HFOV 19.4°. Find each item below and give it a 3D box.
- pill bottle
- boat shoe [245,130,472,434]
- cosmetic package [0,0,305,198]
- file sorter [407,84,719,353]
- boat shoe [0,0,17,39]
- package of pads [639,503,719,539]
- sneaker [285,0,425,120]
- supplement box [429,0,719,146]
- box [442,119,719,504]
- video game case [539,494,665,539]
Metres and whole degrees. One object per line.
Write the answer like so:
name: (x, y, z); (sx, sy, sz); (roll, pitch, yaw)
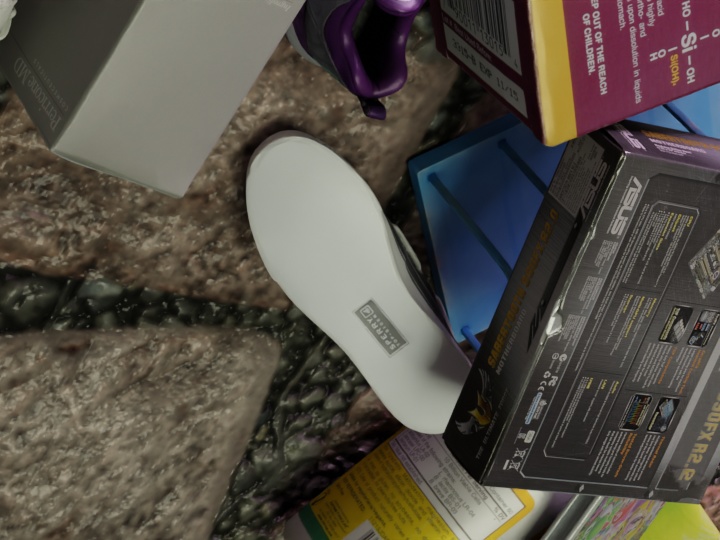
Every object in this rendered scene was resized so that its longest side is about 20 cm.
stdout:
pill bottle: (0.061, 0.138, 1.285); (0.200, 0.113, 0.113); (-39, 135, 1)
boat shoe: (0.000, 0.000, 1.174); (0.072, 0.068, 0.200); (-35, 113, 8)
cosmetic package: (-0.082, -0.148, 0.980); (0.090, 0.107, 0.201); (22, 109, -41)
file sorter: (0.151, -0.021, 1.209); (0.199, 0.123, 0.139); (-26, 134, -12)
boat shoe: (-0.193, -0.125, 0.962); (0.199, 0.074, 0.065); (-35, 140, 12)
package of pads: (0.161, 0.197, 1.424); (0.154, 0.068, 0.200); (-39, 134, 0)
sneaker: (0.018, -0.176, 1.029); (0.074, 0.088, 0.201); (-8, 128, -26)
supplement box: (0.146, -0.162, 1.082); (0.199, 0.131, 0.104); (-20, 124, -14)
box: (0.151, 0.025, 1.122); (0.157, 0.048, 0.201); (7, 115, -32)
video game case: (0.149, 0.155, 1.287); (0.201, 0.018, 0.143); (-56, 157, 13)
